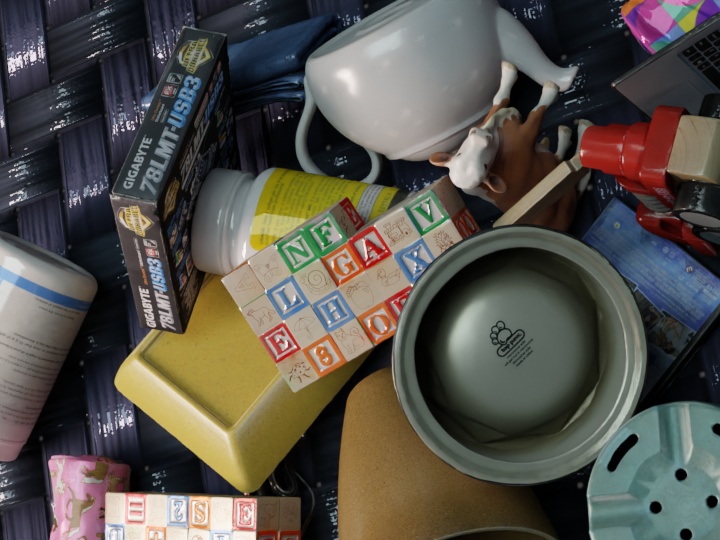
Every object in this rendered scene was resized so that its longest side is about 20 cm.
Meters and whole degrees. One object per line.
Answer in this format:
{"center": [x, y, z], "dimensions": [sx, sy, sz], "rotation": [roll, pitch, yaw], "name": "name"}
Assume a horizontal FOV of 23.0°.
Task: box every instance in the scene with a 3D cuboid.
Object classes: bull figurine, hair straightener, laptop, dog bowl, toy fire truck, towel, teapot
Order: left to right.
{"center": [-0.110, -0.186, 1.694], "dimensions": [0.199, 0.112, 0.049], "rotation": [-12, 117, 36], "name": "towel"}
{"center": [-0.091, 0.166, 1.634], "dimensions": [0.077, 0.041, 0.201], "rotation": [-32, 59, 20], "name": "hair straightener"}
{"center": [0.053, -0.161, 1.568], "dimensions": [0.147, 0.197, 0.200], "rotation": [61, 157, -13], "name": "teapot"}
{"center": [0.119, 0.063, 1.381], "dimensions": [0.199, 0.074, 0.201], "rotation": [0, 94, -5], "name": "dog bowl"}
{"center": [0.133, -0.095, 1.478], "dimensions": [0.065, 0.200, 0.122], "rotation": [20, 78, 34], "name": "bull figurine"}
{"center": [0.226, -0.063, 1.419], "dimensions": [0.199, 0.176, 0.129], "rotation": [11, 80, 31], "name": "toy fire truck"}
{"center": [0.332, -0.126, 1.367], "dimensions": [0.200, 0.187, 0.116], "rotation": [-32, 62, 20], "name": "laptop"}

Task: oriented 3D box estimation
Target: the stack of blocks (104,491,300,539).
{"center": [-0.146, 0.261, 1.607], "dimensions": [0.199, 0.058, 0.116], "rotation": [-5, 82, 41], "name": "stack of blocks"}

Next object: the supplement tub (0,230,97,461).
{"center": [-0.358, 0.073, 1.762], "dimensions": [0.132, 0.132, 0.201], "rotation": [26, 92, 32], "name": "supplement tub"}

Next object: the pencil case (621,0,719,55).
{"center": [0.313, -0.250, 1.473], "dimensions": [0.200, 0.088, 0.089], "rotation": [-40, 62, 18], "name": "pencil case"}

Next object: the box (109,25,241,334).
{"center": [-0.160, -0.079, 1.589], "dimensions": [0.049, 0.199, 0.201], "rotation": [10, 56, 10], "name": "box"}

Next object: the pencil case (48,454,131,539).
{"center": [-0.267, 0.277, 1.689], "dimensions": [0.082, 0.087, 0.201], "rotation": [0, 77, 17], "name": "pencil case"}

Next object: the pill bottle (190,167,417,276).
{"center": [-0.043, -0.029, 1.580], "dimensions": [0.199, 0.114, 0.115], "rotation": [11, 84, 13], "name": "pill bottle"}

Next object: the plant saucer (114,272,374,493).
{"center": [-0.113, 0.071, 1.634], "dimensions": [0.200, 0.048, 0.200], "rotation": [34, 80, 32], "name": "plant saucer"}

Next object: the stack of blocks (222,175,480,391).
{"center": [0.000, 0.000, 1.475], "dimensions": [0.200, 0.059, 0.115], "rotation": [-31, 95, 21], "name": "stack of blocks"}

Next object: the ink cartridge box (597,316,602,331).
{"center": [0.120, 0.043, 1.504], "dimensions": [0.199, 0.067, 0.118], "rotation": [23, 91, 32], "name": "ink cartridge box"}

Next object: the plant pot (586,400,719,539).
{"center": [0.273, 0.183, 1.328], "dimensions": [0.199, 0.196, 0.201], "rotation": [-8, 74, 28], "name": "plant pot"}

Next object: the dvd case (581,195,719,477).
{"center": [0.208, 0.056, 1.500], "dimensions": [0.143, 0.018, 0.200], "rotation": [42, 100, 30], "name": "dvd case"}

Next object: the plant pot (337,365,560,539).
{"center": [0.055, 0.185, 1.484], "dimensions": [0.186, 0.186, 0.201], "rotation": [-34, 49, 19], "name": "plant pot"}
